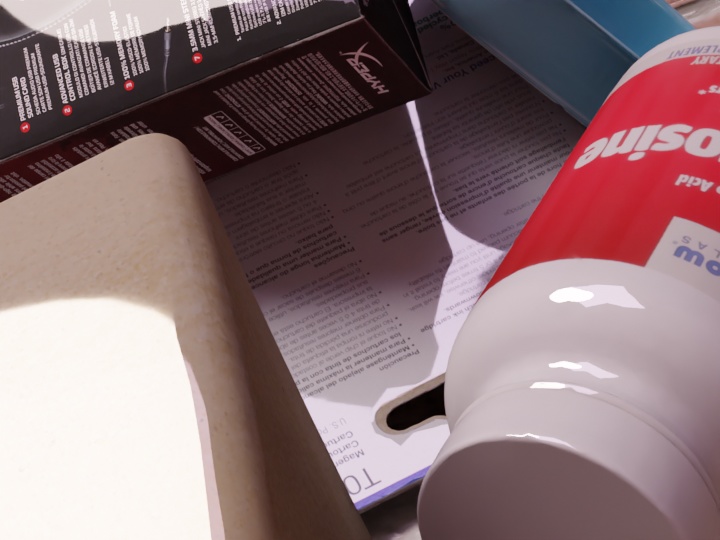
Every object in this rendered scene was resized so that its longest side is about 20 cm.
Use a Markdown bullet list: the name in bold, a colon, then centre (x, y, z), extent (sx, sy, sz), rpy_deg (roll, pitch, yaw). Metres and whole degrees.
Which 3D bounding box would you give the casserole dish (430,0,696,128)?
- **casserole dish**: centre (0.078, -0.095, 0.873), extent (0.039, 0.200, 0.121), rpy_deg (-45, 26, 18)

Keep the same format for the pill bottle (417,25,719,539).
- **pill bottle**: centre (0.094, 0.021, 0.710), extent (0.112, 0.113, 0.200), rpy_deg (-6, 33, 33)

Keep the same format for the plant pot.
- **plant pot**: centre (-0.080, 0.124, 0.603), extent (0.199, 0.201, 0.177), rpy_deg (-26, 39, -3)

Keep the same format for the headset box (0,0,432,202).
- **headset box**: centre (-0.092, -0.104, 0.835), extent (0.199, 0.077, 0.150), rpy_deg (-21, 66, 15)

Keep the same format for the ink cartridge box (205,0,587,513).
- **ink cartridge box**: centre (0.000, 0.000, 0.854), extent (0.195, 0.043, 0.201), rpy_deg (-25, 57, -10)
